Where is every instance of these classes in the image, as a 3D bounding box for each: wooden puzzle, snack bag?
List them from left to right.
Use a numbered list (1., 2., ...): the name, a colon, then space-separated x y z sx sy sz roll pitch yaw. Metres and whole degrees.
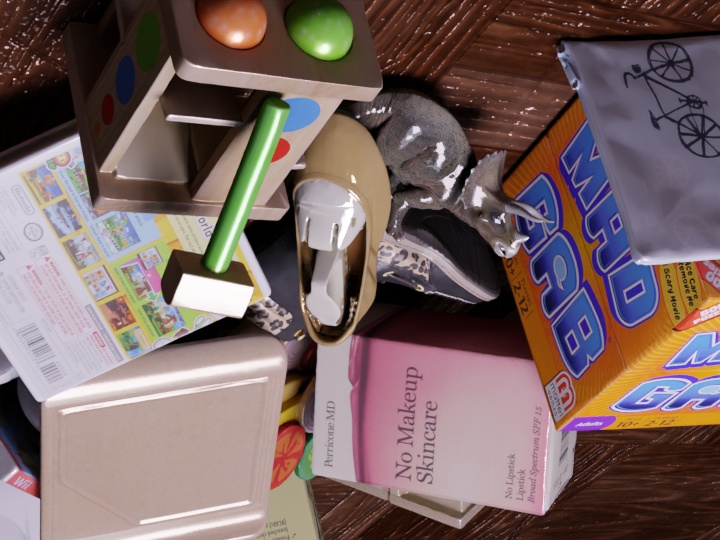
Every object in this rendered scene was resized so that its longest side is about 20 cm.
1. wooden puzzle: -0.153 0.136 1.276 0.184 0.037 0.201 -8 129 -20
2. snack bag: 0.244 -0.081 1.142 0.199 0.190 0.021 -5 151 -19

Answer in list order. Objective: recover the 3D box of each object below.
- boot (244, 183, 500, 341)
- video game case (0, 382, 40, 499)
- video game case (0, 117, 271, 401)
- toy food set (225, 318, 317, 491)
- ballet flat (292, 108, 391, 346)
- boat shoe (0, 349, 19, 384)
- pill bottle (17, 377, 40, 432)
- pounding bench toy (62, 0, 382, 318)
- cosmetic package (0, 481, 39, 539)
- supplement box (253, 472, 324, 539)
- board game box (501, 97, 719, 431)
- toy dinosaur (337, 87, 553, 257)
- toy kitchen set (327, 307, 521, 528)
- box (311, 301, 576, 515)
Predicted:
1. boot: 0.000 0.000 1.296 0.150 0.074 0.199 -32 145 28
2. video game case: -0.263 0.140 1.356 0.017 0.143 0.200 -41 150 2
3. video game case: -0.172 -0.015 1.109 0.181 0.023 0.201 -25 135 -2
4. toy food set: -0.075 0.111 1.393 0.198 0.048 0.201 -28 135 -47
5. ballet flat: -0.015 -0.021 1.155 0.068 0.063 0.201 12 141 14
6. boat shoe: -0.223 0.038 1.266 0.199 0.072 0.068 -29 149 11
7. pill bottle: -0.191 0.116 1.372 0.112 0.113 0.200 -18 153 6
8. pounding bench toy: -0.071 -0.093 0.945 0.124 0.201 0.156 3 149 -31
9. cosmetic package: -0.370 0.249 1.418 0.199 0.201 0.123 3 160 -31
10. supplement box: -0.134 0.262 1.582 0.199 0.201 0.134 -14 153 -1
11. board game box: 0.246 -0.015 1.253 0.199 0.201 0.200 0 150 -29
12. toy dinosaur: 0.035 -0.086 1.170 0.102 0.077 0.200 -33 116 26
13. toy kitchen set: 0.074 0.094 1.539 0.200 0.180 0.164 -33 131 -47
14. box: 0.071 0.108 1.362 0.199 0.129 0.109 7 -166 18
